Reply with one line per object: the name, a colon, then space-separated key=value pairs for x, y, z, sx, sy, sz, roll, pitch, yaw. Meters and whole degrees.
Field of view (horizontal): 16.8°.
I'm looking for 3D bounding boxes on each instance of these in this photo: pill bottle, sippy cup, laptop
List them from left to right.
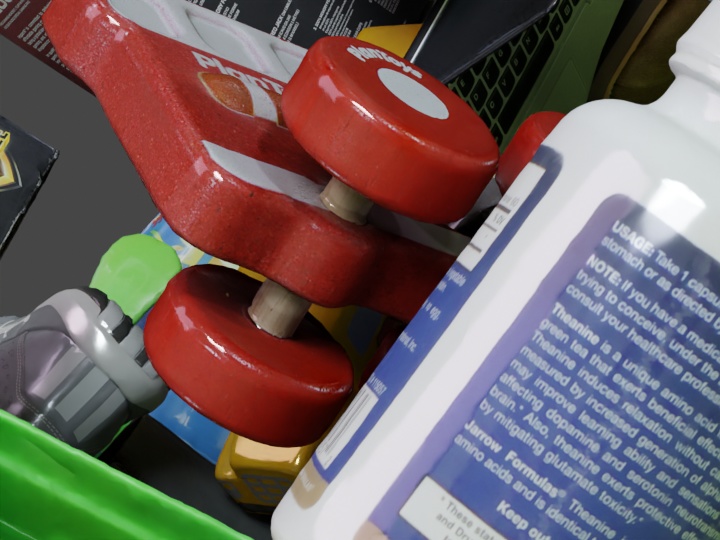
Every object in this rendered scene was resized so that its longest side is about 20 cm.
sippy cup: x=-0.071 y=0.037 z=1.095 sx=0.131 sy=0.139 sz=0.178 roll=-57 pitch=12 yaw=-8
laptop: x=0.097 y=-0.102 z=0.935 sx=0.116 sy=0.200 sz=0.188 roll=9 pitch=56 yaw=36
pill bottle: x=0.075 y=0.025 z=0.670 sx=0.200 sy=0.111 sz=0.111 roll=-53 pitch=13 yaw=2

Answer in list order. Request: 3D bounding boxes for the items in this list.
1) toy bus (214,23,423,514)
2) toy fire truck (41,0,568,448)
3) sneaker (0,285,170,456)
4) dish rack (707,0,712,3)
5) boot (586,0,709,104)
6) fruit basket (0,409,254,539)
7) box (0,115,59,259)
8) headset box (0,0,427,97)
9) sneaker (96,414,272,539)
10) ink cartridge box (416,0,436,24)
toy bus: x=0.000 y=0.000 z=0.974 sx=0.065 sy=0.078 sz=0.200 roll=2 pitch=52 yaw=34
toy fire truck: x=0.004 y=-0.027 z=0.791 sx=0.112 sy=0.199 sz=0.168 roll=-57 pitch=37 yaw=22
sneaker: x=-0.156 y=0.075 z=0.948 sx=0.116 sy=0.075 sz=0.200 roll=-47 pitch=6 yaw=-28
dish rack: x=0.177 y=-0.151 z=0.745 sx=0.200 sy=0.055 sz=0.153 roll=-53 pitch=50 yaw=0
boot: x=0.135 y=-0.095 z=0.899 sx=0.200 sy=0.075 sz=0.074 roll=110 pitch=-177 yaw=-65
fruit basket: x=-0.062 y=0.127 z=0.687 sx=0.216 sy=0.215 sz=0.156 roll=-39 pitch=19 yaw=49
box: x=-0.183 y=0.069 z=0.783 sx=0.200 sy=0.050 sz=0.199 roll=-53 pitch=11 yaw=39
headset box: x=-0.073 y=-0.143 z=1.067 sx=0.075 sy=0.200 sz=0.149 roll=-34 pitch=28 yaw=54
sneaker: x=-0.101 y=0.161 z=0.958 sx=0.200 sy=0.106 sz=0.075 roll=-59 pitch=14 yaw=-23
ink cartridge box: x=0.052 y=-0.101 z=1.146 sx=0.147 sy=0.083 sz=0.200 roll=-61 pitch=15 yaw=-27
